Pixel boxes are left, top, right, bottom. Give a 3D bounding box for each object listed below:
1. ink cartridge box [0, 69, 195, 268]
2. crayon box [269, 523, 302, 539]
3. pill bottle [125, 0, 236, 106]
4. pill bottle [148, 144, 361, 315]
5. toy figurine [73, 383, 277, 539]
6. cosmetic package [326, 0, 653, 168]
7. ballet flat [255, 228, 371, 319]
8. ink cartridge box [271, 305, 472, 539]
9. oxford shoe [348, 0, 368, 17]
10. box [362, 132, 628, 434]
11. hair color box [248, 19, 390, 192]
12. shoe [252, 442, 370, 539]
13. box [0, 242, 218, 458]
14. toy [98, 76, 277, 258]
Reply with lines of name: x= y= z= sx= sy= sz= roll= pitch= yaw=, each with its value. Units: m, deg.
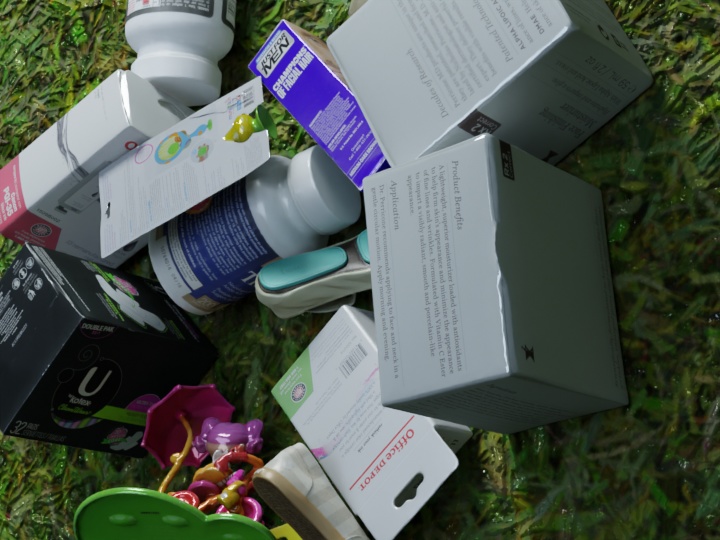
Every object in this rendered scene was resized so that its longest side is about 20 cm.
ink cartridge box: x=-0.260 y=-0.095 z=1.688 sx=0.199 sy=0.146 sz=0.083 roll=-35 pitch=49 yaw=24
crayon box: x=-0.059 y=0.339 z=1.504 sx=0.126 sy=0.051 sz=0.202 roll=-23 pitch=67 yaw=29
pill bottle: x=-0.186 y=-0.283 z=1.708 sx=0.115 sy=0.115 sz=0.203 roll=-5 pitch=75 yaw=35
pill bottle: x=-0.100 y=-0.043 z=1.590 sx=0.199 sy=0.111 sz=0.112 roll=-26 pitch=65 yaw=29
toy figurine: x=-0.151 y=0.187 z=1.549 sx=0.197 sy=0.151 sz=0.185 roll=-2 pitch=43 yaw=18
cosmetic package: x=0.113 y=-0.184 z=1.437 sx=0.200 sy=0.164 sz=0.166 roll=-40 pitch=59 yaw=22
ballet flat: x=0.000 y=0.000 z=1.530 sx=0.198 sy=0.070 sz=0.070 roll=-16 pitch=68 yaw=5
ink cartridge box: x=0.019 y=0.143 z=1.485 sx=0.117 sy=0.067 sz=0.201 roll=-49 pitch=55 yaw=17
oxford shoe: x=0.038 y=-0.328 z=1.587 sx=0.074 sy=0.070 sz=0.202 roll=23 pitch=92 yaw=42
box: x=0.114 y=0.018 z=1.366 sx=0.130 sy=0.199 sz=0.201 roll=-16 pitch=69 yaw=33
hair color box: x=-0.008 y=-0.145 z=1.550 sx=0.065 sy=0.109 sz=0.200 roll=-52 pitch=56 yaw=13
shoe: x=-0.014 y=0.240 z=1.451 sx=0.201 sy=0.053 sz=0.070 roll=52 pitch=145 yaw=-8
box: x=-0.272 y=0.083 z=1.627 sx=0.149 sy=0.199 sz=0.124 roll=-53 pitch=54 yaw=13
toy: x=-0.160 y=-0.090 z=1.557 sx=0.199 sy=0.047 sz=0.116 roll=-31 pitch=44 yaw=22
